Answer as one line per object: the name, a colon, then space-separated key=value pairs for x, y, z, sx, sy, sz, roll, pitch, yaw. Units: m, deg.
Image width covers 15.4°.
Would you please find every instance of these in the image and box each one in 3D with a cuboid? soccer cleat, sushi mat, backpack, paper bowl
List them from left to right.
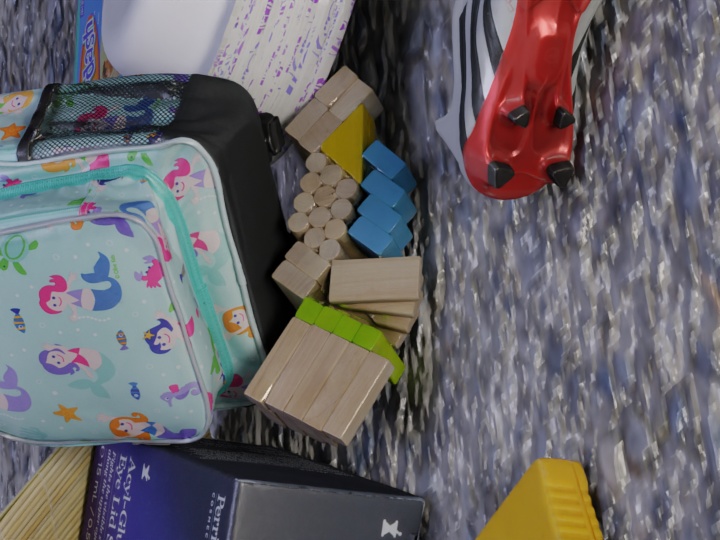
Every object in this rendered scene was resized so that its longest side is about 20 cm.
backpack: x=-0.145 y=-0.001 z=1.347 sx=0.151 sy=0.200 sz=0.178 roll=-62 pitch=-35 yaw=-51
sushi mat: x=-0.140 y=0.118 z=1.431 sx=0.012 sy=0.200 sz=0.096 roll=10 pitch=130 yaw=27
paper bowl: x=-0.071 y=-0.162 z=1.413 sx=0.201 sy=0.104 sz=0.201 roll=-165 pitch=90 yaw=-73
soccer cleat: x=0.078 y=-0.129 z=1.181 sx=0.085 sy=0.069 sz=0.200 roll=46 pitch=129 yaw=53

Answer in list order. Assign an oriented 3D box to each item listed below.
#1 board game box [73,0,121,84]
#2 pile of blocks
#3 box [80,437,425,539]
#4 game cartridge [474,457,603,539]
board game box: x=-0.121 y=-0.129 z=1.613 sx=0.200 sy=0.045 sz=0.152 roll=-22 pitch=64 yaw=61
pile of blocks: x=0.000 y=0.000 z=1.330 sx=0.062 sy=0.082 sz=0.200 roll=55 pitch=-141 yaw=-61
box: x=-0.064 y=0.166 z=1.343 sx=0.200 sy=0.104 sz=0.148 roll=7 pitch=89 yaw=65
game cartridge: x=0.071 y=0.211 z=1.141 sx=0.176 sy=0.032 sz=0.200 roll=122 pitch=148 yaw=-41
